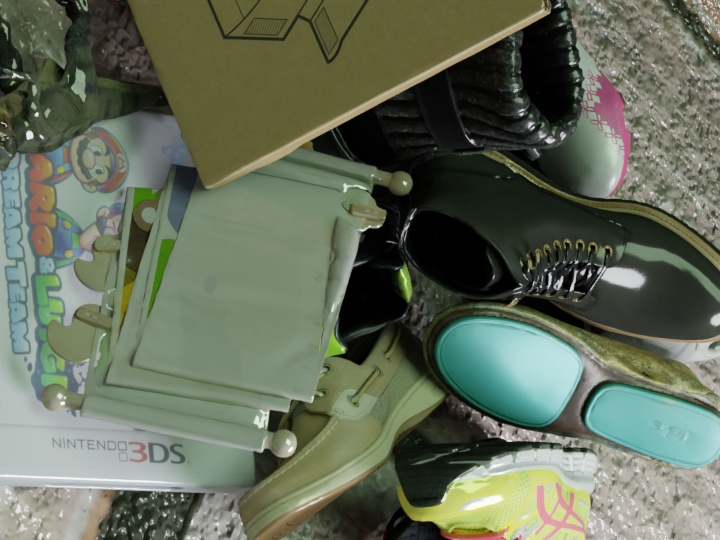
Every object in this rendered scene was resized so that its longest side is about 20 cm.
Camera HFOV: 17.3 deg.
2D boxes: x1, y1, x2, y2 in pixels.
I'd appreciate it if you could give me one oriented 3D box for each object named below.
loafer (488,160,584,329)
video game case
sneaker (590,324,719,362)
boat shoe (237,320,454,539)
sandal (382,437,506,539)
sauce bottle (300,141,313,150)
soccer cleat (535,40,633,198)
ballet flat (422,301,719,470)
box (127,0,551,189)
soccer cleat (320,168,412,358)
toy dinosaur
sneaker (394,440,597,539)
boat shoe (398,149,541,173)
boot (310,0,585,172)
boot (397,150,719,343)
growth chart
[{"bbox_3d":[0.103,-0.009,1.433,0.072,0.072,0.201,72,20,-73],"label":"loafer"},{"bbox_3d":[-0.132,0.011,1.203,0.181,0.024,0.201,7,72,-45],"label":"video game case"},{"bbox_3d":[0.192,0.035,1.438,0.200,0.099,0.075,23,74,-81],"label":"sneaker"},{"bbox_3d":[-0.016,0.082,1.267,0.065,0.072,0.200,52,36,0],"label":"boat shoe"},{"bbox_3d":[0.044,0.158,1.332,0.200,0.045,0.076,-41,114,-60],"label":"sandal"},{"bbox_3d":[-0.066,-0.130,1.289,0.200,0.066,0.066,47,48,-23],"label":"sauce bottle"},{"bbox_3d":[0.093,-0.127,1.392,0.086,0.070,0.201,6,54,-39],"label":"soccer cleat"},{"bbox_3d":[0.118,0.059,1.335,0.199,0.071,0.071,20,62,-20],"label":"ballet flat"},{"bbox_3d":[-0.024,-0.157,1.180,0.164,0.199,0.021,66,19,9],"label":"box"},{"bbox_3d":[0.000,0.000,1.284,0.200,0.081,0.068,-46,129,-54],"label":"soccer cleat"},{"bbox_3d":[-0.152,-0.101,1.176,0.200,0.047,0.089,-23,84,-57],"label":"toy dinosaur"},{"bbox_3d":[0.080,0.138,1.276,0.200,0.078,0.091,14,76,-61],"label":"sneaker"},{"bbox_3d":[0.027,-0.121,1.359,0.200,0.092,0.075,55,46,-19],"label":"boat shoe"},{"bbox_3d":[0.018,-0.149,1.217,0.079,0.157,0.212,-42,109,-39],"label":"boot"},{"bbox_3d":[0.110,0.004,1.271,0.199,0.078,0.138,21,19,2],"label":"boot"},{"bbox_3d":[-0.069,0.005,1.185,0.144,0.018,0.201,18,56,5],"label":"growth chart"}]
